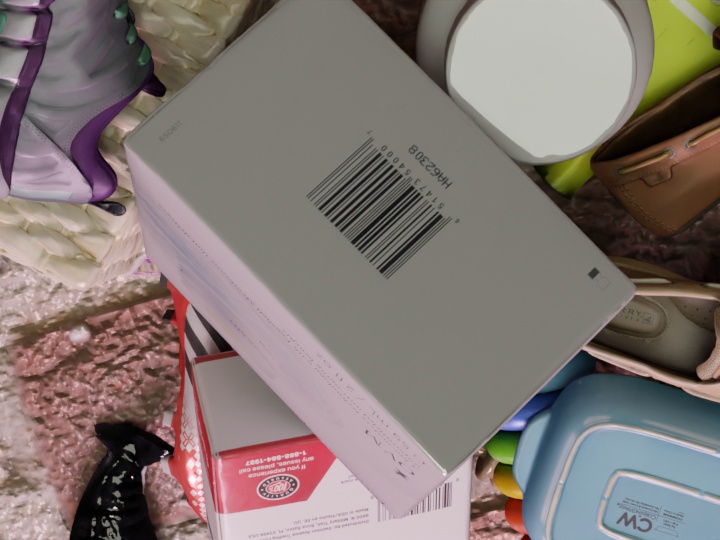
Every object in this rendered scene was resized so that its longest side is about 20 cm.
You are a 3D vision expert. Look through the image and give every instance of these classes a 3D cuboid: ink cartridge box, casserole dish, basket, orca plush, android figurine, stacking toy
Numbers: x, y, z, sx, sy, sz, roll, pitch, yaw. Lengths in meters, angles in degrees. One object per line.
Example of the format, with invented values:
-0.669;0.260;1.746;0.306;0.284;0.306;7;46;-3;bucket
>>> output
-0.015;0.136;0.975;0.144;0.084;0.200;-9;131;-10;ink cartridge box
0.180;0.132;0.922;0.200;0.039;0.121;18;107;5;casserole dish
-0.166;-0.114;0.878;0.200;0.161;0.198;30;97;-5;basket
-0.145;0.201;1.058;0.105;0.071;0.200;15;110;-3;orca plush
0.151;-0.139;0.941;0.182;0.041;0.200;41;108;-11;android figurine
0.105;0.102;0.986;0.085;0.085;0.200;-7;98;5;stacking toy

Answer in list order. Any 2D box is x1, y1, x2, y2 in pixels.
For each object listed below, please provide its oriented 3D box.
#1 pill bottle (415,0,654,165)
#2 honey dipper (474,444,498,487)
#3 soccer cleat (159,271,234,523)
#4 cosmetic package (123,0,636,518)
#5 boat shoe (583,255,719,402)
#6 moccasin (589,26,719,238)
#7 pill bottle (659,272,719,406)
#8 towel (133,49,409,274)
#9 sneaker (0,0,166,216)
0.083;-0.114;0.823;0.113;0.200;0.113;1;106;4;pill bottle
0.031;0.085;1.030;0.200;0.038;0.038;28;109;-5;honey dipper
-0.070;0.073;0.998;0.085;0.069;0.200;10;118;18;soccer cleat
0.000;0.000;0.802;0.123;0.200;0.199;-43;83;-11;cosmetic package
0.198;0.042;0.884;0.200;0.065;0.071;10;104;15;boat shoe
0.210;-0.105;0.895;0.201;0.074;0.078;-38;113;25;moccasin
0.223;0.094;0.982;0.112;0.112;0.200;23;109;-6;pill bottle
-0.071;-0.066;0.985;0.200;0.023;0.144;1;109;1;towel
-0.125;-0.125;0.772;0.087;0.074;0.200;12;105;-21;sneaker
